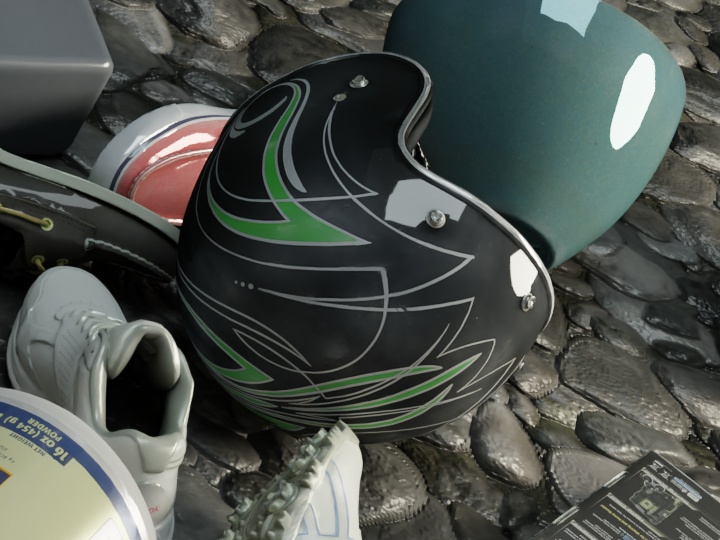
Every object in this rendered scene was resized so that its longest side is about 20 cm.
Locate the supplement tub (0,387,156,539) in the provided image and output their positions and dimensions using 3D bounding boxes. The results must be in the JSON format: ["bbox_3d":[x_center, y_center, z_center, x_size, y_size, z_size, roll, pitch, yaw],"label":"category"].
[{"bbox_3d":[-0.182,0.148,0.884,0.145,0.145,0.200,31,30,7],"label":"supplement tub"}]

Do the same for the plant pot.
[{"bbox_3d":[0.097,-0.076,1.427,0.200,0.200,0.135,21,64,-9],"label":"plant pot"}]

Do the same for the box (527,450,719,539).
[{"bbox_3d":[0.191,0.195,1.197,0.200,0.044,0.160,38,32,18],"label":"box"}]

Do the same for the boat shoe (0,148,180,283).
[{"bbox_3d":[-0.189,-0.030,1.238,0.201,0.061,0.072,24,-15,-21],"label":"boat shoe"}]

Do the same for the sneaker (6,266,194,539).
[{"bbox_3d":[-0.121,0.053,1.120,0.078,0.099,0.200,8,35,-29],"label":"sneaker"}]

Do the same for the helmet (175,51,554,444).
[{"bbox_3d":[0.000,0.000,1.202,0.200,0.200,0.191,14,43,-20],"label":"helmet"}]

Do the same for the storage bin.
[{"bbox_3d":[-0.242,-0.148,1.312,0.200,0.146,0.134,-3,52,-40],"label":"storage bin"}]

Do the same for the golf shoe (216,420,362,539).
[{"bbox_3d":[-0.025,0.157,1.085,0.097,0.078,0.200,41,35,-10],"label":"golf shoe"}]

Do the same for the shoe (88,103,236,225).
[{"bbox_3d":[-0.068,-0.050,1.346,0.091,0.072,0.200,36,27,27],"label":"shoe"}]
